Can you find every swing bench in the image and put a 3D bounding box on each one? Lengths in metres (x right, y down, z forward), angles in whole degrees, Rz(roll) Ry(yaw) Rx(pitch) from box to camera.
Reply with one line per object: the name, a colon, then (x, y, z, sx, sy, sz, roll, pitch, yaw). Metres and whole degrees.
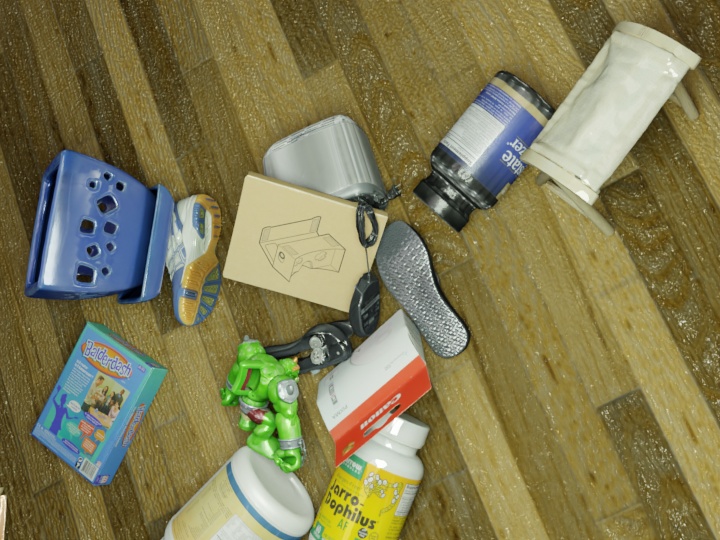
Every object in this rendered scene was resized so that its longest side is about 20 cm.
swing bench: (0.303, -0.175, 1.108, 0.129, 0.200, 0.200, 40, 96, 23)

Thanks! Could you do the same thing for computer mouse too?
computer mouse: (0.000, 0.000, 1.219, 0.034, 0.058, 0.203, 14, 120, 28)

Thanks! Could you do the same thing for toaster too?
toaster: (-0.048, -0.131, 1.290, 0.198, 0.113, 0.131, -22, 71, 19)

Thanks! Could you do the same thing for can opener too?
can opener: (-0.093, 0.124, 1.291, 0.198, 0.078, 0.064, -22, 82, 26)

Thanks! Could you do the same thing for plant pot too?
plant pot: (-0.386, -0.048, 1.350, 0.199, 0.177, 0.204, -8, 72, 63)

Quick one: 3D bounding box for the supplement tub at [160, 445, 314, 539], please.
supplement tub: (-0.175, 0.356, 1.236, 0.200, 0.144, 0.145, -45, 68, 9)

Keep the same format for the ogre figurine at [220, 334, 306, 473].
ogre figurine: (-0.132, 0.174, 1.235, 0.096, 0.200, 0.122, 4, 114, -17)

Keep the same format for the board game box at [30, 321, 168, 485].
board game box: (-0.407, 0.205, 1.410, 0.151, 0.045, 0.202, 29, 92, 24)

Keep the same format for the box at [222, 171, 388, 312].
box: (-0.078, -0.035, 1.245, 0.197, 0.021, 0.165, 16, 120, -5)

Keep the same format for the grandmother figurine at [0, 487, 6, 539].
grandmother figurine: (-0.585, 0.450, 1.435, 0.120, 0.060, 0.204, -19, 75, 46)

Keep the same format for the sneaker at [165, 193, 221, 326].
sneaker: (-0.264, -0.013, 1.386, 0.087, 0.075, 0.204, -5, 72, 32)

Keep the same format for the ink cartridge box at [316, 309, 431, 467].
ink cartridge box: (0.013, 0.146, 1.176, 0.162, 0.200, 0.057, -42, 98, 10)

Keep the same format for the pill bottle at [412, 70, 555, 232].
pill bottle: (0.163, -0.155, 1.209, 0.112, 0.112, 0.201, 43, 98, 22)

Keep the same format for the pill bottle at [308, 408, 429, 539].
pill bottle: (0.017, 0.284, 1.189, 0.112, 0.113, 0.203, 22, 89, 23)

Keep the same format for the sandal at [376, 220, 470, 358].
sandal: (0.083, 0.028, 1.251, 0.075, 0.043, 0.202, -28, 82, 16)
